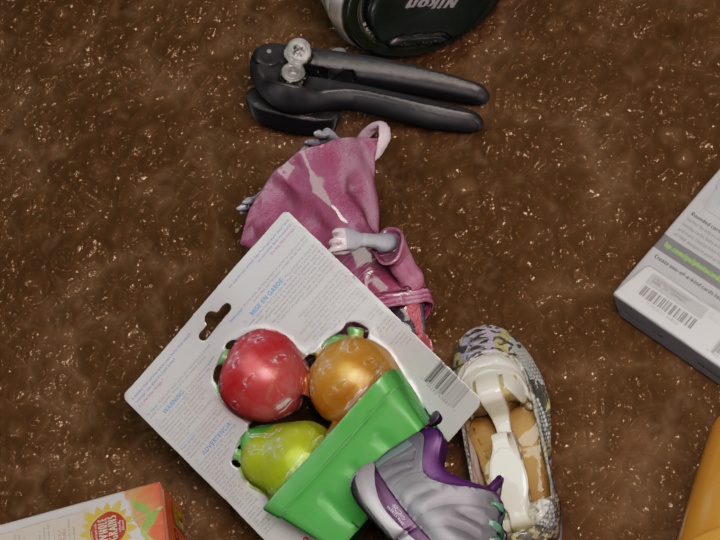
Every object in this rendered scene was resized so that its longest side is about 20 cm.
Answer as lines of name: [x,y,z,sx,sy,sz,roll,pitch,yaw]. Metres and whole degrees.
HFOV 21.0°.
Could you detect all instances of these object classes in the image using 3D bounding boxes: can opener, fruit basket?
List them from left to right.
fruit basket: [-0.042,0.092,1.392,0.200,0.094,0.186,43,97,15]
can opener: [0.005,-0.147,1.558,0.198,0.079,0.064,4,69,7]

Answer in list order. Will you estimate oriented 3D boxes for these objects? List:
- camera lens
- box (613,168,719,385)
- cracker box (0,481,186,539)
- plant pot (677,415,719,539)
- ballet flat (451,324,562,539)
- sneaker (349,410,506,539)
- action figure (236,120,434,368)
camera lens: [0.024,-0.287,1.573,0.159,0.160,0.201,-25,58,2]
box: [0.305,-0.008,1.405,0.155,0.041,0.200,35,78,29]
cracker box: [-0.222,0.248,1.415,0.198,0.058,0.135,-15,58,7]
plant pot: [0.280,0.183,1.233,0.198,0.201,0.184,-3,46,15]
ballet flat: [0.103,0.115,1.383,0.071,0.072,0.202,-15,59,8]
sneaker: [0.083,0.190,1.291,0.087,0.074,0.200,-40,78,-3]
action figure: [0.000,0.000,1.481,0.148,0.134,0.200,-19,62,-46]
